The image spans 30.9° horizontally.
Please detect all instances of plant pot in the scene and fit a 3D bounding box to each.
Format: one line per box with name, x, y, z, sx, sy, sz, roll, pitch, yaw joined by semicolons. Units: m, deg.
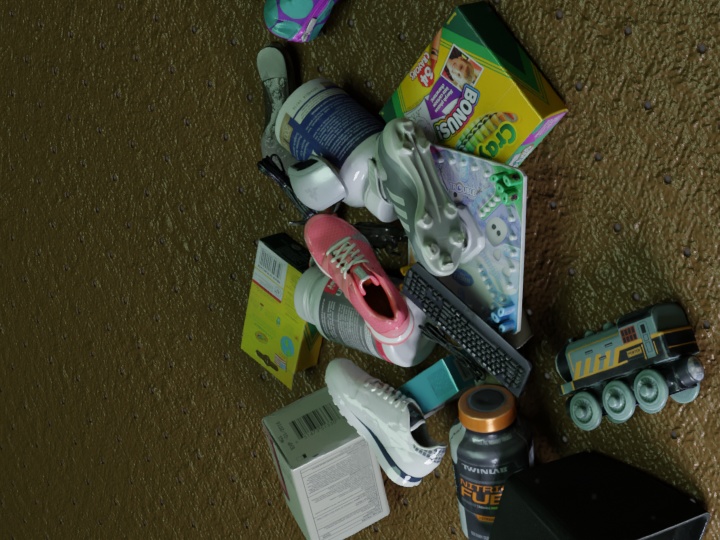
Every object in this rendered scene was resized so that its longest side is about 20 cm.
plant pot;0.263;0.332;1.551;0.177;0.199;0.201;45;135;43

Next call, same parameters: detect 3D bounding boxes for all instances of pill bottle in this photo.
pill bottle;-0.012;-0.154;1.701;0.200;0.111;0.111;43;132;28
pill bottle;0.005;0.054;1.764;0.199;0.110;0.112;16;117;42
pill bottle;0.168;0.244;1.640;0.106;0.106;0.201;20;131;41

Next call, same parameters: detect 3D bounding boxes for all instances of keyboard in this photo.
keyboard;0.124;0.082;1.585;0.200;0.021;0.127;43;155;21

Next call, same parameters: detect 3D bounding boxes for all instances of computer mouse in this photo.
computer mouse;-0.074;-0.109;1.689;0.110;0.044;0.200;55;165;-11

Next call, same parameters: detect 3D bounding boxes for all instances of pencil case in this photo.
pencil case;-0.046;-0.379;1.671;0.200;0.085;0.093;-47;55;46

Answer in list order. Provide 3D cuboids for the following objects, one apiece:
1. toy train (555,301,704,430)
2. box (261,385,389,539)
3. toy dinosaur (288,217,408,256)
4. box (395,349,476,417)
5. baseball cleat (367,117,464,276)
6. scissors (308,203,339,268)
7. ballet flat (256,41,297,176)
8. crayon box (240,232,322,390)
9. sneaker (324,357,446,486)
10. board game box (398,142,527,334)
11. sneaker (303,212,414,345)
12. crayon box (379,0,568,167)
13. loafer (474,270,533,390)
toy train;0.305;0.112;1.495;0.200;0.085;0.115;-29;72;50
box;-0.047;0.278;1.835;0.109;0.127;0.201;51;160;43
toy dinosaur;0.000;-0.042;1.733;0.088;0.198;0.048;112;165;-67
box;0.090;0.165;1.740;0.200;0.082;0.049;-39;75;47
baseball cleat;0.065;-0.080;1.558;0.106;0.069;0.202;-37;63;59
scissors;-0.034;-0.083;1.808;0.073;0.014;0.201;-101;31;-43
ballet flat;-0.112;-0.225;1.837;0.067;0.046;0.201;0;113;15
crayon box;-0.111;0.061;1.937;0.127;0.051;0.201;37;128;32
sneaker;0.034;0.183;1.702;0.200;0.076;0.081;49;123;17
board game box;0.117;-0.042;1.568;0.199;0.026;0.202;23;120;48
sneaker;0.000;0.000;1.633;0.200;0.074;0.087;51;174;13
crayon box;0.131;-0.191;1.572;0.173;0.058;0.200;56;138;16
loafer;0.186;0.063;1.614;0.069;0.075;0.201;13;118;29
